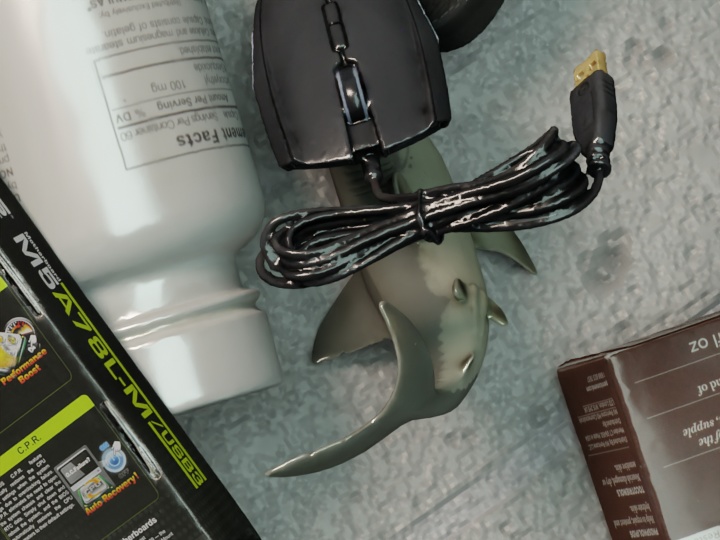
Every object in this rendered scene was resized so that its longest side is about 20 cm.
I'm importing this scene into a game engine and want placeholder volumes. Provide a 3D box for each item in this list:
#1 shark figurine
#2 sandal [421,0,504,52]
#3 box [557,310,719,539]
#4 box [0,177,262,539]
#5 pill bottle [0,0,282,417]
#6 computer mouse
[{"bbox_3d":[0.009,0.019,1.014,0.089,0.215,0.128,-33,126,22],"label":"shark figurine"},{"bbox_3d":[0.078,-0.176,1.078,0.048,0.075,0.201,32,84,-32],"label":"sandal"},{"bbox_3d":[0.162,0.116,1.048,0.100,0.075,0.201,-18,89,-14],"label":"box"},{"bbox_3d":[-0.169,0.082,0.945,0.200,0.048,0.194,-37,89,18],"label":"box"},{"bbox_3d":[-0.099,-0.041,0.988,0.114,0.114,0.201,-16,87,-14],"label":"pill bottle"},{"bbox_3d":[0.023,-0.079,0.974,0.139,0.201,0.046,-13,128,7],"label":"computer mouse"}]
